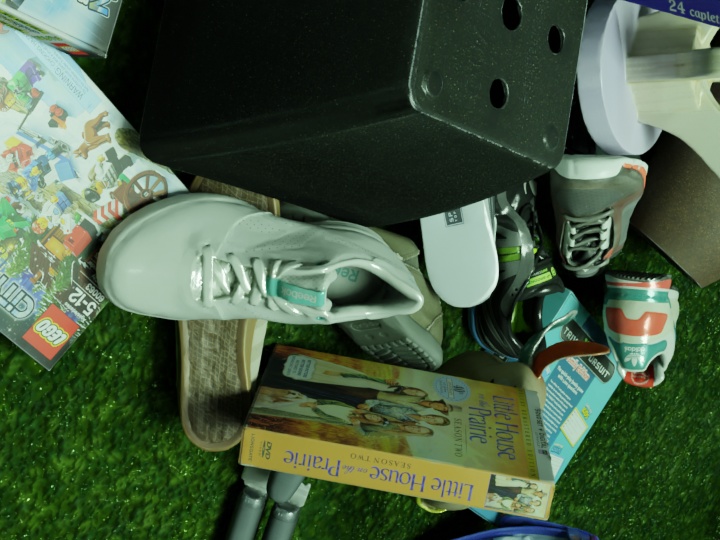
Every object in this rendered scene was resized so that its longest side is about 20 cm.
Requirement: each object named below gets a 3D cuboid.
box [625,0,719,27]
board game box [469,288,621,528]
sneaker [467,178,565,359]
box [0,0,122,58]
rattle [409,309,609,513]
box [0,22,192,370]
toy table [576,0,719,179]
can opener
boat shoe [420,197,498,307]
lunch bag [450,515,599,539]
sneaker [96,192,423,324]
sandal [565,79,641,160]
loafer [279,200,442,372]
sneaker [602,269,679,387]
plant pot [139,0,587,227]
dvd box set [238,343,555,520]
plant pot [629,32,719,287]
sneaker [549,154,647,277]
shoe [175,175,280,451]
[{"bbox_3d":[0.194,-0.289,0.768,0.105,0.183,0.201,-41,132,-16],"label":"box"},{"bbox_3d":[0.149,0.127,1.028,0.202,0.047,0.151,-56,136,-6],"label":"board game box"},{"bbox_3d":[0.130,-0.017,0.914,0.070,0.082,0.203,-22,123,-33],"label":"sneaker"},{"bbox_3d":[-0.149,-0.221,0.563,0.109,0.034,0.204,20,84,-46],"label":"box"},{"bbox_3d":[0.069,0.085,0.867,0.142,0.131,0.200,35,128,-14],"label":"rattle"},{"bbox_3d":[-0.196,-0.055,0.629,0.137,0.037,0.200,-51,135,-12],"label":"box"},{"bbox_3d":[0.251,-0.156,0.877,0.199,0.115,0.187,-34,121,-54],"label":"toy table"},{"bbox_3d":[-0.073,0.183,0.843,0.066,0.052,0.203,-51,160,-74],"label":"can opener"},{"bbox_3d":[0.069,-0.078,0.842,0.070,0.068,0.204,-9,101,8],"label":"boat shoe"},{"bbox_3d":[0.134,0.313,1.014,0.197,0.125,0.171,-18,130,8],"label":"lunch bag"},{"bbox_3d":[-0.054,0.002,0.679,0.197,0.088,0.077,0,109,-26],"label":"sneaker"},{"bbox_3d":[0.200,-0.118,0.952,0.076,0.048,0.200,-55,136,-6],"label":"sandal"},{"bbox_3d":[0.000,0.000,0.825,0.200,0.074,0.071,50,46,-43],"label":"loafer"},{"bbox_3d":[0.246,0.056,1.016,0.200,0.069,0.095,25,71,-73],"label":"sneaker"},{"bbox_3d":[0.018,-0.137,0.650,0.198,0.176,0.204,15,85,-44],"label":"plant pot"},{"bbox_3d":[0.026,0.104,0.766,0.196,0.147,0.030,10,108,2],"label":"dvd box set"},{"bbox_3d":[0.335,-0.091,1.018,0.201,0.187,0.186,-48,136,8],"label":"plant pot"},{"bbox_3d":[0.187,-0.038,0.907,0.200,0.076,0.084,35,61,-71],"label":"sneaker"},{"bbox_3d":[-0.093,0.016,0.756,0.068,0.053,0.204,7,103,-7],"label":"shoe"}]
